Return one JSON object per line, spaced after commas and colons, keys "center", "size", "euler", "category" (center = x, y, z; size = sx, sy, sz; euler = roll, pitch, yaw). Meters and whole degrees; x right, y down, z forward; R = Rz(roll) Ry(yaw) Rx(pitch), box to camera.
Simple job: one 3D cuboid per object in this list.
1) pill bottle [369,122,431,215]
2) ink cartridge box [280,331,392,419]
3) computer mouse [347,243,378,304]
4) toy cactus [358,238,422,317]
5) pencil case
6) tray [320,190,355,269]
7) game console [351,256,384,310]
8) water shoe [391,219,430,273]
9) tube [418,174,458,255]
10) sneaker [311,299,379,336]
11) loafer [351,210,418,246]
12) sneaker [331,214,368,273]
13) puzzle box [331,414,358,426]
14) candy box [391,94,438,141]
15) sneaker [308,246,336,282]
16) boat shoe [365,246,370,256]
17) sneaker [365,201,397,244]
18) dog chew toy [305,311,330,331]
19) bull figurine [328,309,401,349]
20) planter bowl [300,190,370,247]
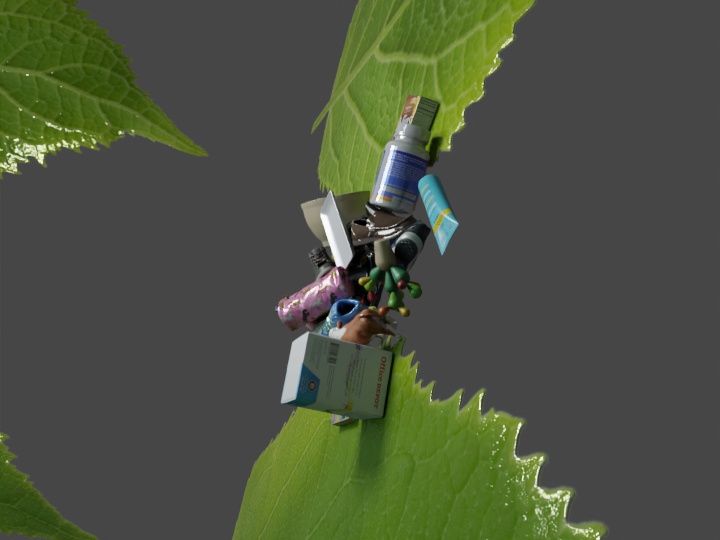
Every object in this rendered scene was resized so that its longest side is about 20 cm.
{"center": [0.100, -0.238, 1.615], "size": [0.112, 0.112, 0.201], "euler": [-154, 81, -73], "category": "pill bottle"}
{"center": [-0.053, 0.238, 1.519], "size": [0.146, 0.199, 0.147], "euler": [143, 140, -66], "category": "ink cartridge box"}
{"center": [0.000, 0.000, 1.695], "size": [0.200, 0.046, 0.141], "euler": [-157, 70, -73], "category": "computer mouse"}
{"center": [0.054, 0.015, 1.495], "size": [0.200, 0.102, 0.166], "euler": [15, 121, 67], "category": "toy cactus"}
{"center": [-0.109, 0.068, 1.683], "size": [0.200, 0.087, 0.083], "euler": [-30, 14, 15], "category": "pencil case"}
{"center": [-0.055, -0.094, 1.728], "size": [0.107, 0.022, 0.201], "euler": [120, 137, -55], "category": "tray"}
{"center": [0.021, 0.061, 1.750], "size": [0.177, 0.031, 0.201], "euler": [-164, 89, -71], "category": "game console"}
{"center": [0.104, -0.043, 1.537], "size": [0.079, 0.071, 0.200], "euler": [-49, 1, -27], "category": "water shoe"}
{"center": [0.165, -0.124, 1.428], "size": [0.200, 0.050, 0.078], "euler": [-103, 25, -48], "category": "tube"}
{"center": [-0.056, 0.113, 1.653], "size": [0.199, 0.105, 0.076], "euler": [-22, 47, 27], "category": "sneaker"}
{"center": [0.046, -0.105, 1.612], "size": [0.199, 0.073, 0.071], "euler": [-11, 102, 41], "category": "loafer"}
{"center": [-0.007, -0.061, 1.772], "size": [0.090, 0.070, 0.200], "euler": [51, 145, 15], "category": "sneaker"}
{"center": [-0.026, 0.279, 1.700], "size": [0.133, 0.025, 0.201], "euler": [138, 144, -62], "category": "puzzle box"}
{"center": [0.124, -0.338, 1.731], "size": [0.117, 0.056, 0.201], "euler": [-126, 55, -70], "category": "candy box"}
{"center": [-0.109, -0.016, 1.864], "size": [0.107, 0.075, 0.200], "euler": [63, 175, 7], "category": "sneaker"}
{"center": [-0.006, -0.063, 1.870], "size": [0.072, 0.068, 0.200], "euler": [-92, 24, -46], "category": "boat shoe"}
{"center": [0.046, -0.114, 1.751], "size": [0.200, 0.075, 0.088], "euler": [-114, 37, -65], "category": "sneaker"}
{"center": [-0.089, 0.093, 1.826], "size": [0.200, 0.124, 0.125], "euler": [-70, 1, -76], "category": "dog chew toy"}
{"center": [0.008, 0.142, 1.546], "size": [0.200, 0.121, 0.065], "euler": [138, 145, -61], "category": "bull figurine"}
{"center": [-0.058, -0.141, 1.951], "size": [0.200, 0.199, 0.135], "euler": [178, 80, -73], "category": "planter bowl"}
